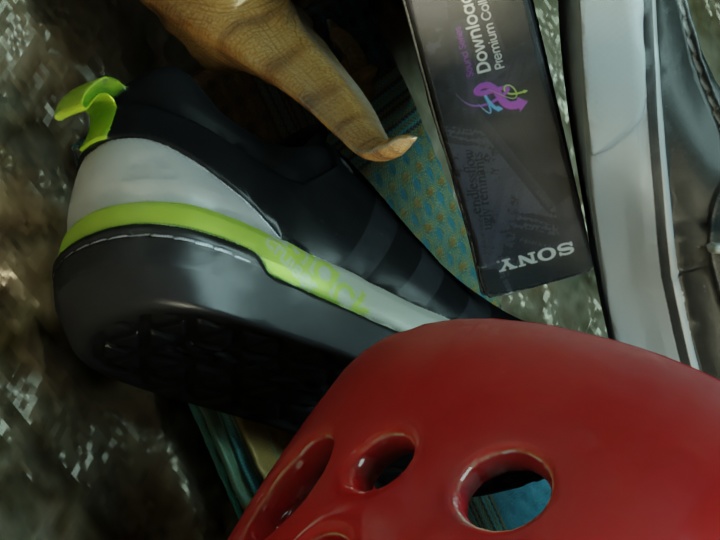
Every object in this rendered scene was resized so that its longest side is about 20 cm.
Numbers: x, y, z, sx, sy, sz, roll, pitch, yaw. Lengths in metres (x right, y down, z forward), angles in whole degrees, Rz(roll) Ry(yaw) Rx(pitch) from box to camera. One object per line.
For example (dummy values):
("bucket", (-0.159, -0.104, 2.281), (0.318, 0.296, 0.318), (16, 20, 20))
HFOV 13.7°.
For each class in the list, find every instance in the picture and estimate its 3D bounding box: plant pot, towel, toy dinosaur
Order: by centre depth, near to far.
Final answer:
("plant pot", (0.034, 0.142, 0.702), (0.201, 0.200, 0.183), (52, 58, -28))
("toy dinosaur", (-0.028, -0.065, 0.773), (0.106, 0.060, 0.200), (1, 35, -50))
("towel", (0.000, 0.030, 0.856), (0.147, 0.022, 0.200), (-36, 105, -53))

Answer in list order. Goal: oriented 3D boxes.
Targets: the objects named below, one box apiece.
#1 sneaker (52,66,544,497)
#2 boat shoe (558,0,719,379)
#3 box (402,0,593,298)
("sneaker", (0.000, 0.000, 0.791), (0.200, 0.072, 0.083), (27, 52, -45))
("boat shoe", (0.095, -0.012, 0.790), (0.074, 0.068, 0.200), (-90, 169, -76))
("box", (0.024, -0.101, 0.829), (0.200, 0.036, 0.143), (-93, 168, -61))
